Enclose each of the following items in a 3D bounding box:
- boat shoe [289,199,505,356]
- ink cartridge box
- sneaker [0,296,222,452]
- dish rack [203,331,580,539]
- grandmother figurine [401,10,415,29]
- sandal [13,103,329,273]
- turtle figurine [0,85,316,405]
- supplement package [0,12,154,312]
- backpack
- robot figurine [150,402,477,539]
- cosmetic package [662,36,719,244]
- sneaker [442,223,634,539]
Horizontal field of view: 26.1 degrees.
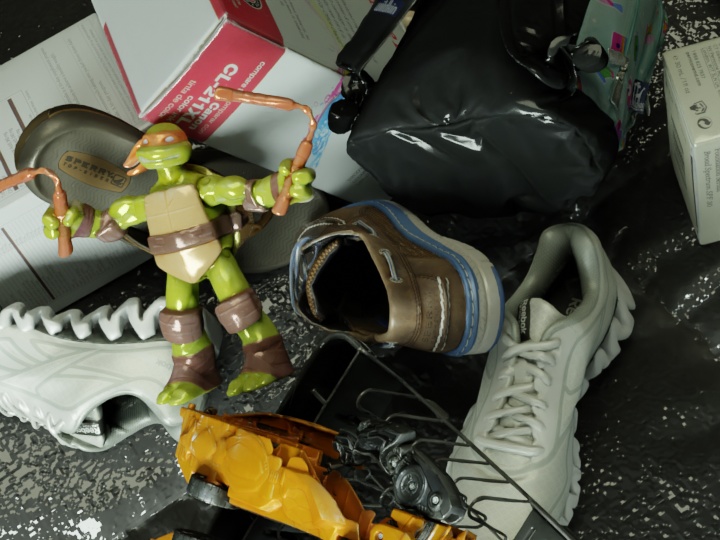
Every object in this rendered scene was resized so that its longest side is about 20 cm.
[{"bbox_3d":[0.000,0.000,0.858,0.072,0.073,0.199,-1,7,-27],"label":"boat shoe"},{"bbox_3d":[-0.053,-0.134,0.932,0.083,0.199,0.147,-45,50,23],"label":"ink cartridge box"},{"bbox_3d":[-0.181,0.065,0.919,0.198,0.075,0.082,-4,64,13],"label":"sneaker"},{"bbox_3d":[0.016,0.144,0.773,0.200,0.054,0.154,41,105,43],"label":"dish rack"},{"bbox_3d":[0.078,-0.193,1.030,0.200,0.061,0.122,38,90,29],"label":"grandmother figurine"},{"bbox_3d":[-0.104,-0.041,0.908,0.082,0.199,0.055,-59,35,15],"label":"sandal"},{"bbox_3d":[-0.101,-0.011,0.852,0.198,0.064,0.163,-11,99,16],"label":"turtle figurine"},{"bbox_3d":[-0.215,-0.046,0.973,0.199,0.114,0.110,-30,55,-5],"label":"supplement package"},{"bbox_3d":[0.092,-0.127,0.873,0.165,0.127,0.201,0,51,32],"label":"backpack"},{"bbox_3d":[-0.025,0.135,0.738,0.199,0.058,0.147,14,86,43],"label":"robot figurine"},{"bbox_3d":[0.277,-0.092,0.877,0.198,0.106,0.072,-15,55,7],"label":"cosmetic package"},{"bbox_3d":[0.089,0.065,0.828,0.074,0.081,0.202,11,62,20],"label":"sneaker"}]
